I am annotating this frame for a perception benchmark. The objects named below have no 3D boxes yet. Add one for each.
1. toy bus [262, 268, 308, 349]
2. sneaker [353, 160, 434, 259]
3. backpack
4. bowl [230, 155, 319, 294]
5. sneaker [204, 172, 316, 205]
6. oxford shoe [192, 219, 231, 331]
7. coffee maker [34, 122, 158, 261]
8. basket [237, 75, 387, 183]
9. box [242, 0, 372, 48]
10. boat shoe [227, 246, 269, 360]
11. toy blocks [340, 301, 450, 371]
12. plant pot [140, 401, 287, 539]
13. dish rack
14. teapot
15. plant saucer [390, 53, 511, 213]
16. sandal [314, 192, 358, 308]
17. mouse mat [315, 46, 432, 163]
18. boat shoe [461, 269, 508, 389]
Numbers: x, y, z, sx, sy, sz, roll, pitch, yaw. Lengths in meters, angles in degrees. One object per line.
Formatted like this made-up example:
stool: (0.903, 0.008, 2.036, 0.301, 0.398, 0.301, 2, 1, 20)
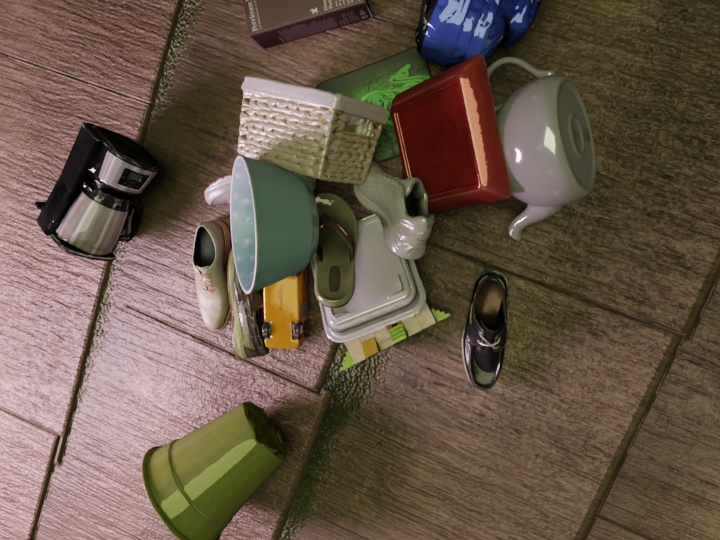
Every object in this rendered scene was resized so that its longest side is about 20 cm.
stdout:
toy bus: (-0.128, 0.029, 0.919, 0.065, 0.078, 0.202, 0, 96, 9)
sneaker: (0.060, -0.119, 0.838, 0.201, 0.078, 0.100, 57, 136, 27)
backpack: (0.175, -0.395, 0.782, 0.167, 0.163, 0.201, 25, 98, 3)
bowl: (-0.128, -0.071, 0.804, 0.104, 0.201, 0.202, -5, 96, -22)
sneaker: (-0.171, -0.118, 0.911, 0.198, 0.081, 0.089, -2, 94, 11)
oxford shoe: (-0.271, 0.012, 0.945, 0.070, 0.074, 0.202, -3, 95, 10)
coffee maker: (-0.472, -0.149, 0.935, 0.191, 0.135, 0.201, 33, 100, 6)
basket: (-0.081, -0.217, 0.832, 0.199, 0.135, 0.124, 24, 108, 32)
box: (-0.089, -0.445, 0.869, 0.199, 0.075, 0.101, -11, 94, 13)
boat shoe: (-0.195, 0.056, 0.944, 0.064, 0.073, 0.202, -4, 99, -1)
toy blocks: (0.031, 0.060, 0.895, 0.199, 0.100, 0.137, -28, 80, 8)
plant pot: (-0.235, 0.334, 0.930, 0.190, 0.200, 0.200, -38, 88, -2)
dish rack: (0.000, 0.000, 0.858, 0.171, 0.044, 0.201, -22, 56, 10)
teapot: (0.250, -0.184, 0.794, 0.145, 0.197, 0.201, -9, 52, 40)
plant saucer: (0.120, -0.190, 0.804, 0.037, 0.199, 0.201, -19, 98, -33)
sandal: (-0.042, -0.041, 0.830, 0.079, 0.057, 0.202, -10, 60, 4)
mouse mat: (0.032, -0.267, 0.898, 0.199, 0.008, 0.162, -17, 92, 10)
boat shoe: (0.205, 0.101, 0.875, 0.071, 0.068, 0.202, 5, 98, 8)
